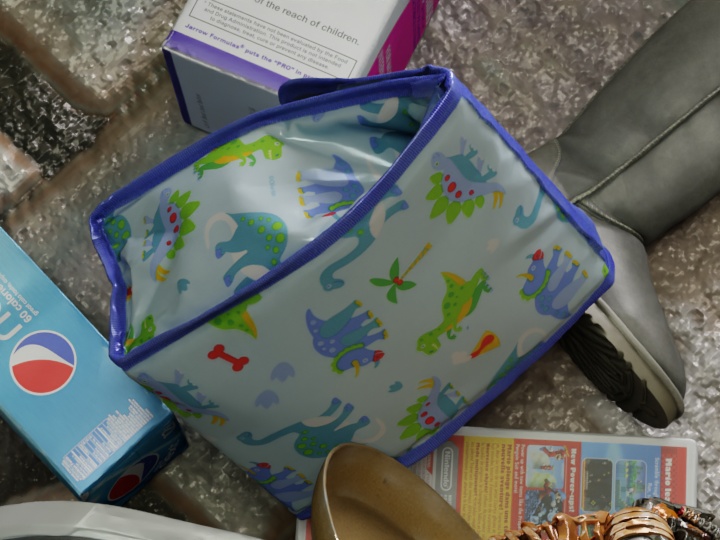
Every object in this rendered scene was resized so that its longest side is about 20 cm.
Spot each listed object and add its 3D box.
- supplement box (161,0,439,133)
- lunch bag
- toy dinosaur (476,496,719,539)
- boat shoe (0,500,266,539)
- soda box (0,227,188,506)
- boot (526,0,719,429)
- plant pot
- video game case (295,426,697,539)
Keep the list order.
[{"bbox_3d":[-0.012,-0.163,1.237,0.103,0.101,0.200,22,74,10],"label":"supplement box"},{"bbox_3d":[0.000,0.000,1.107,0.200,0.170,0.128,-29,48,17],"label":"lunch bag"},{"bbox_3d":[0.133,0.161,1.105,0.200,0.102,0.136,-2,47,-6],"label":"toy dinosaur"},{"bbox_3d":[-0.102,0.159,1.140,0.200,0.072,0.071,7,68,13],"label":"boat shoe"},{"bbox_3d":[-0.178,0.032,1.196,0.064,0.068,0.200,-41,74,-10],"label":"soda box"},{"bbox_3d":[0.172,-0.040,1.211,0.200,0.073,0.182,-33,74,-15],"label":"boot"},{"bbox_3d":[0.039,0.167,1.064,0.027,0.200,0.200,-39,72,15],"label":"plant pot"},{"bbox_3d":[0.066,0.149,1.171,0.200,0.017,0.143,3,71,4],"label":"video game case"}]
